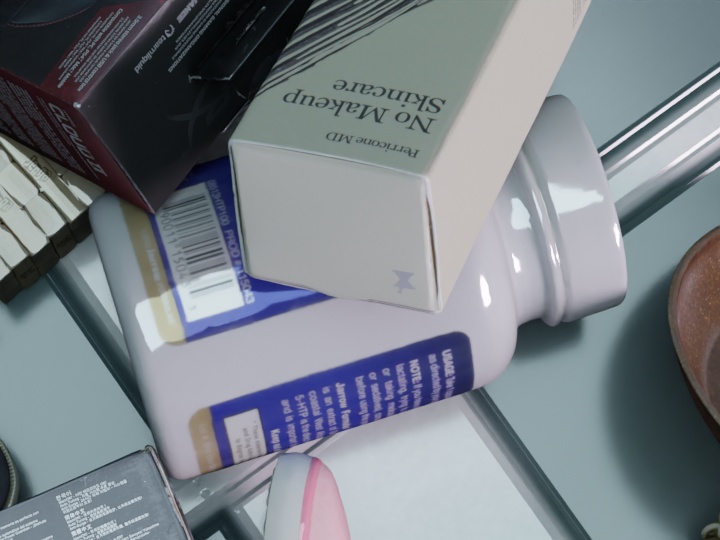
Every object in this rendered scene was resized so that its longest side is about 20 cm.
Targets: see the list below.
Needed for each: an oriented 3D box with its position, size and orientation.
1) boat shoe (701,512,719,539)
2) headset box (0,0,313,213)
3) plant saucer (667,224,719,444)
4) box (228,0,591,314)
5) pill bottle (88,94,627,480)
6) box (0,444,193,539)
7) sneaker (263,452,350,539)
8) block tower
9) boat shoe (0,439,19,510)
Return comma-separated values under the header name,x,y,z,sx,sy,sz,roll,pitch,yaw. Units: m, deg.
name,x,y,z,sx,sy,sz,roll,pitch,yaw
boat shoe,0.140,0.146,0.999,0.063,0.073,0.201,33,88,-2
headset box,-0.103,-0.124,0.975,0.199,0.075,0.149,28,72,36
plant saucer,0.212,0.054,0.991,0.199,0.037,0.201,12,40,-10
box,0.024,-0.079,0.930,0.081,0.069,0.201,10,45,17
pill bottle,0.000,0.000,0.991,0.198,0.120,0.121,-16,82,-6
box,-0.158,0.136,0.939,0.199,0.161,0.049,-24,82,-6
sneaker,0.011,0.172,0.984,0.104,0.075,0.202,-2,88,1
block tower,-0.121,-0.047,1.026,0.200,0.054,0.058,-42,85,-8
boat shoe,-0.228,0.049,0.973,0.199,0.063,0.073,30,80,2
